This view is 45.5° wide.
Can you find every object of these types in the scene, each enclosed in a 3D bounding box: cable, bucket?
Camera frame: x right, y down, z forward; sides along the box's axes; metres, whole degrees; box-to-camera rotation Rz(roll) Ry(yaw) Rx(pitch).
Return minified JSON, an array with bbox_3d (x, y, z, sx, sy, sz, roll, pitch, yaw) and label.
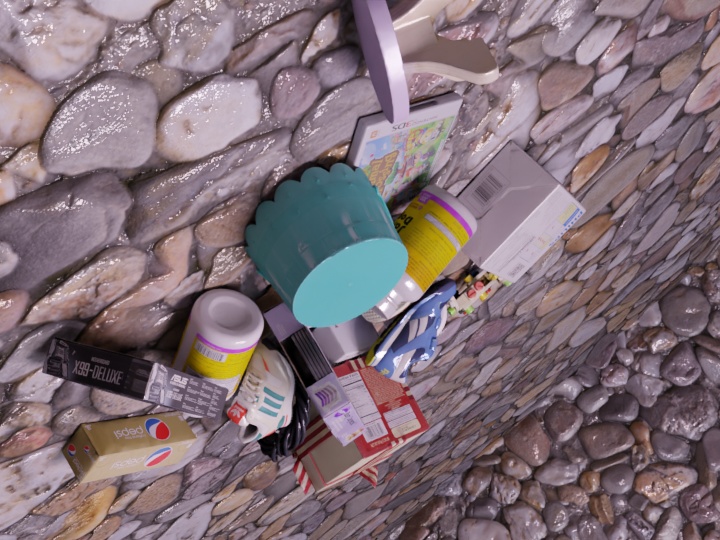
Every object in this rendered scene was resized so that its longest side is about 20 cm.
[{"bbox_3d":[-0.143,0.227,1.430,0.051,0.163,0.200,-1,151,-38],"label":"cable"},{"bbox_3d":[-0.042,-0.028,1.179,0.207,0.135,0.207,-23,149,-15],"label":"bucket"}]

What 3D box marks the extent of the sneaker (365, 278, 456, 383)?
[{"bbox_3d":[0.097,0.099,1.417,0.200,0.082,0.074,-49,-175,-2],"label":"sneaker"}]

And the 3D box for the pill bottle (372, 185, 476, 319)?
[{"bbox_3d":[0.078,-0.025,1.302,0.200,0.104,0.104,-50,156,-8],"label":"pill bottle"}]

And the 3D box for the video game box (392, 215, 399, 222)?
[{"bbox_3d":[0.000,0.000,1.417,0.182,0.047,0.200,-17,147,-45],"label":"video game box"}]

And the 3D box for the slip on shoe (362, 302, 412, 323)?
[{"bbox_3d":[0.083,0.015,1.429,0.200,0.074,0.061,-44,159,-4],"label":"slip on shoe"}]

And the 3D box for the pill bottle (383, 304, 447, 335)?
[{"bbox_3d":[0.100,0.078,1.553,0.114,0.114,0.200,-41,173,2],"label":"pill bottle"}]

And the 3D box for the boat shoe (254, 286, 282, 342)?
[{"bbox_3d":[-0.106,0.050,1.329,0.200,0.072,0.065,-39,160,7],"label":"boat shoe"}]

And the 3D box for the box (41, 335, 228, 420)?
[{"bbox_3d":[-0.290,0.146,1.129,0.200,0.158,0.050,42,60,-64],"label":"box"}]

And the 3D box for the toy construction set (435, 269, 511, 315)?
[{"bbox_3d":[0.231,0.030,1.726,0.200,0.092,0.131,-27,177,-10],"label":"toy construction set"}]

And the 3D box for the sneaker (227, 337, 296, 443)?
[{"bbox_3d":[-0.156,0.192,1.306,0.093,0.070,0.200,-31,145,-31],"label":"sneaker"}]

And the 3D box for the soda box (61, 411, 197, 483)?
[{"bbox_3d":[-0.359,0.274,1.350,0.068,0.064,0.200,-51,153,22],"label":"soda box"}]

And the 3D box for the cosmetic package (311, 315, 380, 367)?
[{"bbox_3d":[-0.067,0.153,1.490,0.101,0.071,0.200,-12,157,-48],"label":"cosmetic package"}]

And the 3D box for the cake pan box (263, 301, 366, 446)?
[{"bbox_3d":[-0.065,0.152,1.265,0.052,0.184,0.200,-32,156,-5],"label":"cake pan box"}]

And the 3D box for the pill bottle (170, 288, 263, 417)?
[{"bbox_3d":[-0.218,0.128,1.257,0.104,0.104,0.200,-16,146,-41],"label":"pill bottle"}]

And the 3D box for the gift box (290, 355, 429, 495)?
[{"bbox_3d":[-0.019,0.271,1.455,0.184,0.200,0.187,-9,157,-39],"label":"gift box"}]

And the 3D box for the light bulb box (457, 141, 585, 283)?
[{"bbox_3d":[0.273,-0.098,1.536,0.198,0.125,0.200,-47,155,12],"label":"light bulb box"}]

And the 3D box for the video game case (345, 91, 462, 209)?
[{"bbox_3d":[0.049,-0.159,1.252,0.182,0.022,0.200,-22,149,-33],"label":"video game case"}]

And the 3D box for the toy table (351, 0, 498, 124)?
[{"bbox_3d":[0.065,-0.262,0.955,0.117,0.184,0.200,-21,162,-1],"label":"toy table"}]
